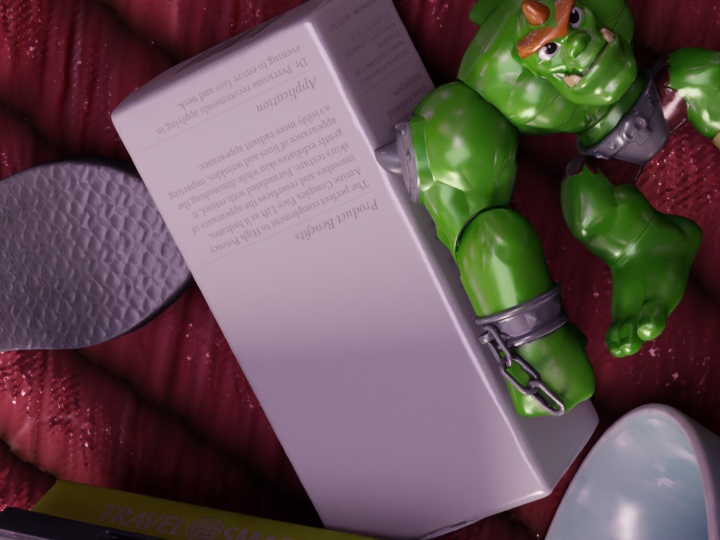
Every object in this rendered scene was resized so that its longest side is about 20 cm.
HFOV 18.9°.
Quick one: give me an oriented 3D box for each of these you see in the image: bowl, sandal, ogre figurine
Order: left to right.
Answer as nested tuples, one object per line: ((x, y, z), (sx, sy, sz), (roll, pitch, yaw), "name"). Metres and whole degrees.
((-0.148, 0.003, 0.897), (0.199, 0.043, 0.077), (-19, 94, 29), "sandal")
((0.090, -0.056, 0.773), (0.120, 0.098, 0.200), (39, 109, -8), "ogre figurine")
((0.132, 0.158, 0.803), (0.104, 0.201, 0.202), (15, 111, -12), "bowl")

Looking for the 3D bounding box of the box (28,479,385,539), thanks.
((-0.039, 0.155, 0.861), (0.199, 0.048, 0.123), (7, 126, 31), "box")

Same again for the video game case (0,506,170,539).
((-0.045, 0.166, 0.826), (0.199, 0.019, 0.144), (6, 125, 32), "video game case")

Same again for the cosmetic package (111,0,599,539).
((0.000, 0.000, 0.831), (0.101, 0.074, 0.201), (-21, 102, 30), "cosmetic package")
